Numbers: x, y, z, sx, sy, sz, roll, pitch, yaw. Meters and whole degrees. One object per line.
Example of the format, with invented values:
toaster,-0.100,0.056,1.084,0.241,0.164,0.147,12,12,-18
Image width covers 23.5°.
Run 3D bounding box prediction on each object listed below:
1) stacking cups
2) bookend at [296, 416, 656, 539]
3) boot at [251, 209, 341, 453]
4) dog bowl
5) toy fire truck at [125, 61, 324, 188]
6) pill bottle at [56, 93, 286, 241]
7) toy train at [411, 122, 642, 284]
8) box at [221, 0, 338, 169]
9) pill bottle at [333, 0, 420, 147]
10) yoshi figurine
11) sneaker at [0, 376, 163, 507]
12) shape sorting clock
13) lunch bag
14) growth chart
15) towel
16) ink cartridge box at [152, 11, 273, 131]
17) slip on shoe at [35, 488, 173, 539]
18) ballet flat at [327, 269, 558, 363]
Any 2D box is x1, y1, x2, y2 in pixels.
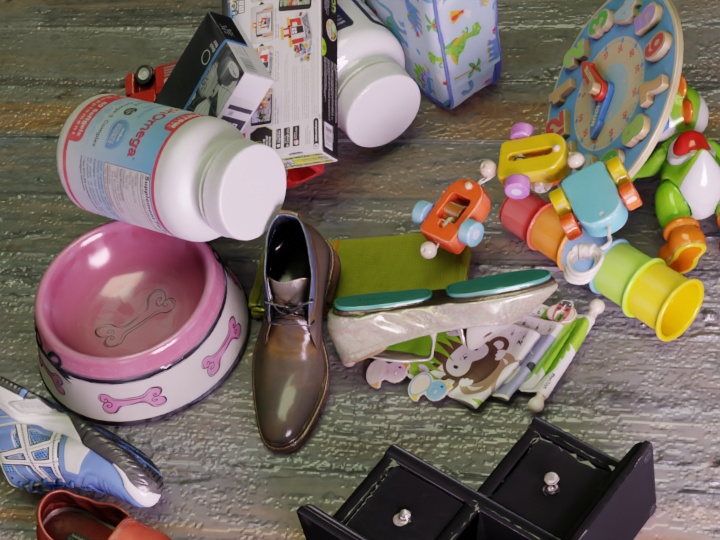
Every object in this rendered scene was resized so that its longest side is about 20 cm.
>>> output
stacking cups,0.207,-0.014,1.513,0.060,0.061,0.200,-38,51,-19
bookend,0.094,0.186,1.345,0.198,0.092,0.200,28,60,30
boot,-0.067,0.048,1.475,0.074,0.097,0.201,0,65,15
dog bowl,-0.202,0.036,1.547,0.199,0.074,0.201,-6,51,7
toy fire truck,-0.136,-0.142,1.682,0.199,0.049,0.142,-10,73,23
pill bottle,-0.164,-0.087,1.513,0.199,0.109,0.109,15,55,38
toy train,0.150,-0.046,1.493,0.199,0.056,0.151,20,70,38
box,-0.076,-0.195,1.617,0.109,0.035,0.201,-7,75,25
pill bottle,-0.026,-0.210,1.687,0.111,0.111,0.200,-28,50,-12
yoshi figurine,0.284,-0.091,1.551,0.112,0.112,0.201,-33,56,33
sneaker,-0.251,0.160,1.469,0.199,0.076,0.077,23,81,28
shape sorting clock,0.223,-0.159,1.555,0.039,0.200,0.201,14,46,-21
lunch bag,0.061,-0.269,1.658,0.082,0.201,0.161,-33,51,-16
growth chart,0.094,0.060,1.499,0.199,0.018,0.145,14,55,25
towel,0.000,0.000,1.556,0.199,0.018,0.086,-4,48,16
ink cartridge box,-0.159,-0.132,1.614,0.039,0.200,0.100,10,35,-39
slip on shoe,-0.183,0.232,1.390,0.199,0.061,0.074,22,57,25
ballet flat,0.072,0.042,1.474,0.199,0.063,0.067,-8,13,9
